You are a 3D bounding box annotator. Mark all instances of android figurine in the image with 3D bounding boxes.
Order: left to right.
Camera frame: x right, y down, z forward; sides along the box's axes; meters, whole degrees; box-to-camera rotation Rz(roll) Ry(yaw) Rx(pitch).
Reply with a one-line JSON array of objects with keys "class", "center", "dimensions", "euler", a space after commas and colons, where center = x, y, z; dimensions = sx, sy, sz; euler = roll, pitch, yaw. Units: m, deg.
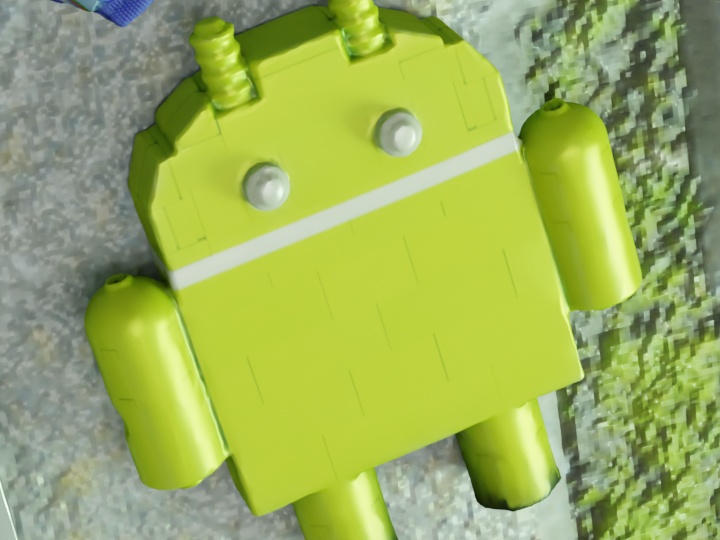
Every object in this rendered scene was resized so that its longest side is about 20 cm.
[{"class": "android figurine", "center": [0.000, 0.000, 0.900], "dimensions": [0.181, 0.041, 0.201], "euler": [-20, 116, -10]}]

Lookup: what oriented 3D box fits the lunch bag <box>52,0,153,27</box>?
[{"class": "lunch bag", "center": [-0.127, -0.133, 0.719], "dimensions": [0.150, 0.200, 0.094], "euler": [31, 97, -25]}]

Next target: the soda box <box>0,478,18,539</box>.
[{"class": "soda box", "center": [-0.134, 0.107, 0.879], "dimensions": [0.063, 0.068, 0.201], "euler": [-18, 113, -11]}]
